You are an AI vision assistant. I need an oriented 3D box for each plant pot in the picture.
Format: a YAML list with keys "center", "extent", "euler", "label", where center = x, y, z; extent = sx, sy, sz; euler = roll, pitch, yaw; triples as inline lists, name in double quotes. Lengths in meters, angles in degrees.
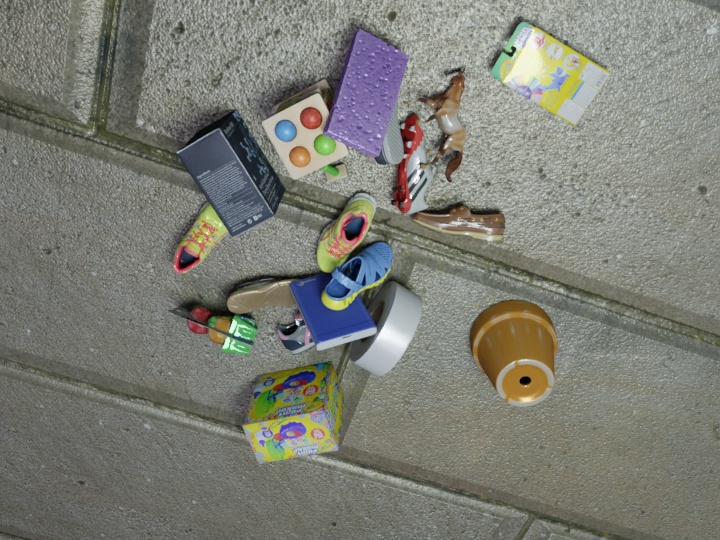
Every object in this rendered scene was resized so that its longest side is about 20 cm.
- center: [0.354, 0.199, 1.430]
  extent: [0.198, 0.184, 0.202]
  euler: [1, 118, 3]
  label: "plant pot"

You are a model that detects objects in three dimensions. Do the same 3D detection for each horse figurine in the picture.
- center: [0.165, -0.281, 1.253]
  extent: [0.132, 0.050, 0.202]
  euler: [-28, 114, -24]
  label: "horse figurine"

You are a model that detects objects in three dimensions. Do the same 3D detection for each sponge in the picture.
- center: [0.012, -0.323, 1.165]
  extent: [0.111, 0.030, 0.202]
  euler: [19, 84, -22]
  label: "sponge"

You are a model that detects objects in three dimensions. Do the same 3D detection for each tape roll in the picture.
- center: [0.055, 0.126, 1.403]
  extent: [0.070, 0.203, 0.203]
  euler: [28, 116, -11]
  label: "tape roll"

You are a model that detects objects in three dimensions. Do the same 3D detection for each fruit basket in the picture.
- center: [-0.330, 0.119, 1.447]
  extent: [0.199, 0.185, 0.094]
  euler: [28, 85, -6]
  label: "fruit basket"

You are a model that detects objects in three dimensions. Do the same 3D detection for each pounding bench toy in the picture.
- center: [-0.082, -0.242, 1.244]
  extent: [0.123, 0.156, 0.201]
  euler: [-23, 114, 14]
  label: "pounding bench toy"

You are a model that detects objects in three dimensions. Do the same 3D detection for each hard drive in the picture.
- center: [-0.062, 0.079, 1.364]
  extent: [0.131, 0.201, 0.026]
  euler: [-15, 131, -15]
  label: "hard drive"

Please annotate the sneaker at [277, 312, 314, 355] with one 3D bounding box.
- center: [-0.108, 0.122, 1.482]
  extent: [0.199, 0.070, 0.082]
  euler: [-33, 114, 17]
  label: "sneaker"

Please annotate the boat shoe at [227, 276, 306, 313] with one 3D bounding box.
- center: [-0.207, 0.045, 1.452]
  extent: [0.198, 0.065, 0.073]
  euler: [-13, 126, -10]
  label: "boat shoe"

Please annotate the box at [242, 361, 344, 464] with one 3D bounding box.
- center: [-0.153, 0.339, 1.528]
  extent: [0.198, 0.193, 0.123]
  euler: [-13, 116, 9]
  label: "box"

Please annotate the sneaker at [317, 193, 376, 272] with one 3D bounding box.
- center: [-0.038, -0.070, 1.359]
  extent: [0.078, 0.091, 0.201]
  euler: [26, 117, -12]
  label: "sneaker"

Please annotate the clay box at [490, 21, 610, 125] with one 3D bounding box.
- center: [0.356, -0.377, 1.210]
  extent: [0.199, 0.048, 0.115]
  euler: [27, 116, -9]
  label: "clay box"

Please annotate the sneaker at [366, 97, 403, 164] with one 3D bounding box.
- center: [0.030, -0.307, 1.245]
  extent: [0.079, 0.078, 0.202]
  euler: [2, 103, 38]
  label: "sneaker"

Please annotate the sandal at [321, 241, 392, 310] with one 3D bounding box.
- center: [0.000, 0.000, 1.353]
  extent: [0.079, 0.200, 0.087]
  euler: [34, 147, 20]
  label: "sandal"

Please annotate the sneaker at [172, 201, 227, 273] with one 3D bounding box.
- center: [-0.346, -0.067, 1.388]
  extent: [0.078, 0.091, 0.201]
  euler: [33, 113, -11]
  label: "sneaker"

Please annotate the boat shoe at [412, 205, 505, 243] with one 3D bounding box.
- center: [0.211, -0.106, 1.351]
  extent: [0.198, 0.072, 0.068]
  euler: [10, 97, 3]
  label: "boat shoe"

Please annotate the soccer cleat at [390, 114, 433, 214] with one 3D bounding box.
- center: [0.113, -0.216, 1.303]
  extent: [0.084, 0.068, 0.202]
  euler: [-5, 107, -30]
  label: "soccer cleat"

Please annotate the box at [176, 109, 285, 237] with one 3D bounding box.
- center: [-0.254, -0.197, 1.282]
  extent: [0.106, 0.149, 0.201]
  euler: [-25, 114, 15]
  label: "box"
